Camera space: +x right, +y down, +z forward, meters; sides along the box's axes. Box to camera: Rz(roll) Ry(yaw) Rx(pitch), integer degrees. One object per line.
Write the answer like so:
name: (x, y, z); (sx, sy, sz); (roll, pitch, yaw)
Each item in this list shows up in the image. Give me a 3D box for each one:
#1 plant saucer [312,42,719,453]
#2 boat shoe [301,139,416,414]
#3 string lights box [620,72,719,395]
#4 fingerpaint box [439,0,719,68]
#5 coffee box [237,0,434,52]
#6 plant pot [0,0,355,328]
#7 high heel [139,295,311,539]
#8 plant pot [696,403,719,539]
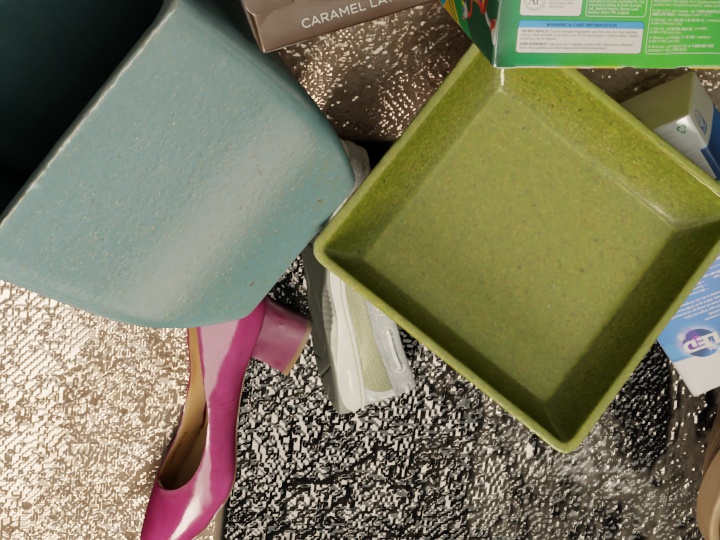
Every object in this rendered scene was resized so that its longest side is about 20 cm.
plant saucer: (0.101, -0.020, 1.314); (0.200, 0.048, 0.200); (39, 74, 1)
boat shoe: (0.001, 0.001, 1.400); (0.065, 0.074, 0.202); (-12, 120, -13)
string lights box: (0.221, -0.020, 1.412); (0.103, 0.059, 0.200); (-22, 117, 26)
fingerpaint box: (0.158, -0.181, 1.296); (0.199, 0.167, 0.074); (0, 113, -12)
coffee box: (-0.030, -0.206, 1.225); (0.114, 0.200, 0.080); (-19, 117, -4)
plant pot: (-0.121, -0.081, 1.276); (0.200, 0.196, 0.196); (31, 105, -36)
high heel: (-0.119, 0.094, 1.414); (0.096, 0.067, 0.200); (27, 91, -32)
plant pot: (0.313, 0.117, 1.491); (0.200, 0.093, 0.201); (-16, 136, -16)
